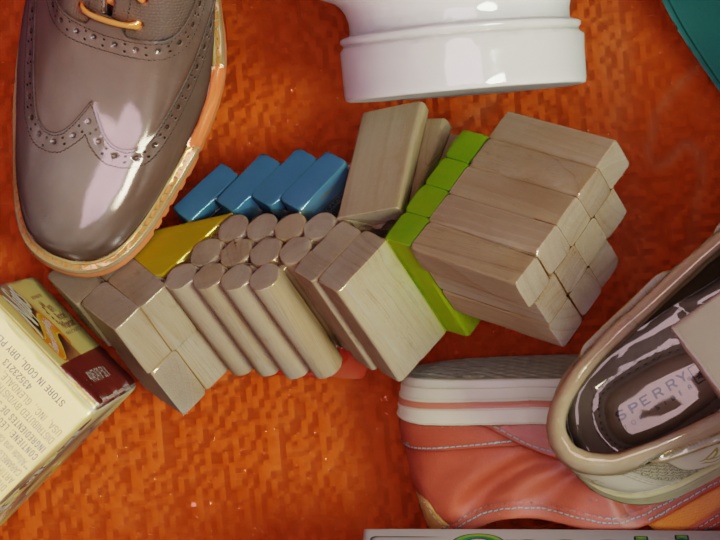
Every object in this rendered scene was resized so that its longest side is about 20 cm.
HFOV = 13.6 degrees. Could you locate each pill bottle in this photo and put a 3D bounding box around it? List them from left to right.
[{"bbox_3d":[0.024,-0.156,0.940,0.112,0.112,0.202,-4,91,2],"label":"pill bottle"}]

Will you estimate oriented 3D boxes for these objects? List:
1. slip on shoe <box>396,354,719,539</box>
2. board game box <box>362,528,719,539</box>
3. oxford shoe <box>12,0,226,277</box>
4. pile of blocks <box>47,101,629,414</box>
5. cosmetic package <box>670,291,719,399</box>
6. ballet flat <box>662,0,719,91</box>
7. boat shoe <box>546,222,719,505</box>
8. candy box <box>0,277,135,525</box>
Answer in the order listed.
[{"bbox_3d":[0.111,0.061,0.968,0.198,0.074,0.062,0,97,7],"label":"slip on shoe"},{"bbox_3d":[0.096,0.117,0.890,0.198,0.126,0.035,0,110,2],"label":"board game box"},{"bbox_3d":[-0.077,-0.098,0.958,0.071,0.073,0.201,11,88,12],"label":"oxford shoe"},{"bbox_3d":[0.000,0.000,0.966,0.199,0.062,0.082,-7,48,28],"label":"pile of blocks"},{"bbox_3d":[0.200,0.006,0.844,0.200,0.073,0.104,-37,129,3],"label":"cosmetic package"},{"bbox_3d":[0.173,-0.043,0.972,0.072,0.072,0.200,-37,92,2],"label":"ballet flat"},{"bbox_3d":[0.141,0.001,0.896,0.199,0.065,0.072,-34,77,6],"label":"boat shoe"},{"bbox_3d":[-0.163,0.091,0.952,0.055,0.115,0.200,45,92,1],"label":"candy box"}]
